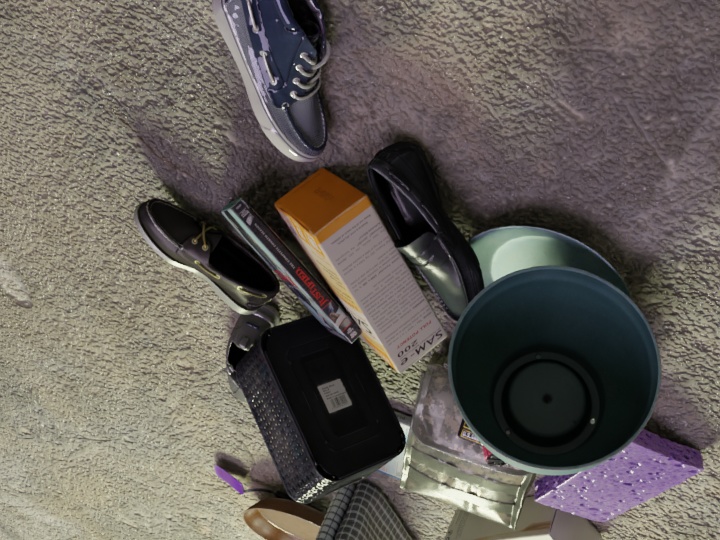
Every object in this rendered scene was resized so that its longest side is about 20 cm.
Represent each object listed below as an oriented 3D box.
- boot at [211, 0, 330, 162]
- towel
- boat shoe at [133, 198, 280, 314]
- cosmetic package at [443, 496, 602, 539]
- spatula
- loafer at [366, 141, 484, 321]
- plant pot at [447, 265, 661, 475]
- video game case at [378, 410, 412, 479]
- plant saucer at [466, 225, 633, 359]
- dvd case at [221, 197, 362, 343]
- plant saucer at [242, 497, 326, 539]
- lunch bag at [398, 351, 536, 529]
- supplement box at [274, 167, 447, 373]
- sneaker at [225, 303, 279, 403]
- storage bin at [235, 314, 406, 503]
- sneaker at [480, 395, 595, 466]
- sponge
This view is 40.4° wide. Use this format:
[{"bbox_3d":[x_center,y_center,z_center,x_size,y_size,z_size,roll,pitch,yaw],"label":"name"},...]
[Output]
[{"bbox_3d":[-0.064,-0.194,0.949,0.090,0.073,0.201,-1,131,40],"label":"boot"},{"bbox_3d":[0.010,0.446,1.500,0.085,0.166,0.201,-10,127,31],"label":"towel"},{"bbox_3d":[-0.186,-0.026,1.207,0.201,0.072,0.060,39,136,-21],"label":"boat shoe"},{"bbox_3d":[0.223,0.380,1.370,0.105,0.071,0.199,46,138,-18],"label":"cosmetic package"},{"bbox_3d":[-0.157,0.372,1.633,0.198,0.021,0.057,18,148,9],"label":"spatula"},{"bbox_3d":[0.064,-0.032,1.003,0.068,0.070,0.202,-15,105,49],"label":"loafer"},{"bbox_3d":[0.189,0.115,0.980,0.199,0.202,0.134,18,159,15],"label":"plant pot"},{"bbox_3d":[-0.007,0.227,1.397,0.198,0.018,0.144,19,140,13],"label":"video game case"},{"bbox_3d":[0.194,0.019,1.040,0.199,0.039,0.202,17,138,16],"label":"plant saucer"},{"bbox_3d":[-0.083,-0.001,1.127,0.200,0.022,0.146,48,172,-11],"label":"dvd case"},{"bbox_3d":[-0.100,0.431,1.634,0.198,0.035,0.201,16,146,11],"label":"plant saucer"},{"bbox_3d":[0.145,0.201,1.201,0.163,0.118,0.201,17,132,12],"label":"lunch bag"},{"bbox_3d":[0.000,0.000,1.069,0.201,0.073,0.126,58,170,-29],"label":"supplement box"},{"bbox_3d":[-0.161,0.125,1.334,0.074,0.082,0.201,22,140,10],"label":"sneaker"},{"bbox_3d":[-0.051,0.166,1.210,0.094,0.134,0.201,-47,64,50],"label":"storage bin"},{"bbox_3d":[0.220,0.158,1.085,0.198,0.075,0.081,-5,154,-24],"label":"sneaker"},{"bbox_3d":[0.310,0.251,1.193,0.111,0.030,0.200,20,141,-15],"label":"sponge"}]
